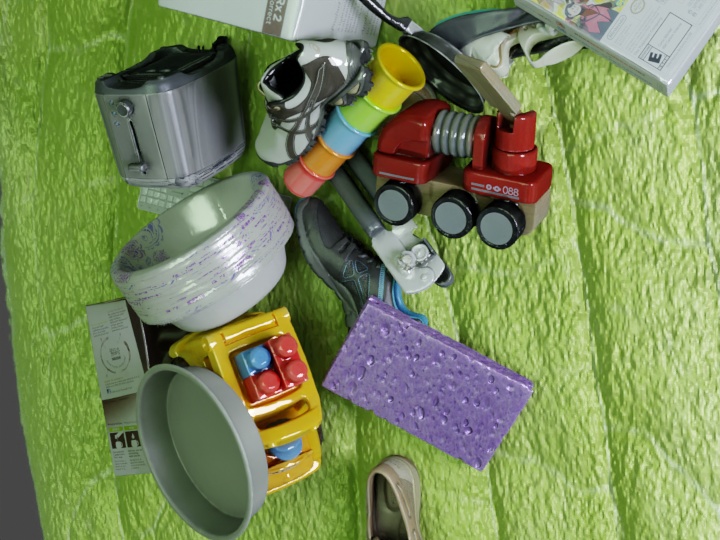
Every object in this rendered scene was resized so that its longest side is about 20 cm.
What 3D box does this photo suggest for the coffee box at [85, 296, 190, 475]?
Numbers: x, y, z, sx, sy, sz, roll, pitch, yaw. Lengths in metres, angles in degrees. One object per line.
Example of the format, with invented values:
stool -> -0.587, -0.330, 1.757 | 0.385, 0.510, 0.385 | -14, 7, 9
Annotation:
coffee box -> -0.239, 0.125, 1.583 | 0.079, 0.113, 0.201 | -9, 93, 28

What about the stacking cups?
stacking cups -> -0.015, -0.153, 1.421 | 0.200, 0.060, 0.061 | -42, 78, 39

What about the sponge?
sponge -> 0.071, 0.121, 1.453 | 0.199, 0.030, 0.112 | 28, 109, -1

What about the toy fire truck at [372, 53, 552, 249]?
toy fire truck -> 0.099, -0.135, 1.360 | 0.175, 0.129, 0.201 | 14, 119, 23

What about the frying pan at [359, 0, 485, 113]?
frying pan -> 0.059, -0.231, 1.406 | 0.190, 0.115, 0.031 | 41, 82, 2

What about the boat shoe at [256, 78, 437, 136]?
boat shoe -> -0.018, -0.182, 1.467 | 0.199, 0.076, 0.072 | 6, 97, 23

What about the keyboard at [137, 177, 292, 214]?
keyboard -> -0.171, -0.079, 1.586 | 0.199, 0.011, 0.057 | 14, 102, 23

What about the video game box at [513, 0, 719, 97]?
video game box -> 0.273, -0.295, 1.302 | 0.182, 0.047, 0.200 | 36, 88, 15

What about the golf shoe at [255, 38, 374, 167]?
golf shoe -> -0.072, -0.176, 1.382 | 0.200, 0.094, 0.078 | -42, 49, 45

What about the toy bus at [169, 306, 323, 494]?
toy bus -> -0.100, 0.139, 1.466 | 0.192, 0.135, 0.201 | -25, 86, 65

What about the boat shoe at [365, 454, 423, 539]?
boat shoe -> 0.035, 0.308, 1.504 | 0.071, 0.064, 0.201 | -8, 93, 25

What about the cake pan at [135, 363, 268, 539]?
cake pan -> -0.167, 0.188, 1.446 | 0.200, 0.037, 0.201 | 24, 125, 40

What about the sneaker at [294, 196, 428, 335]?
sneaker -> 0.000, 0.000, 1.489 | 0.082, 0.073, 0.201 | -30, 93, 19

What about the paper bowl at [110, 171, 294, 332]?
paper bowl -> -0.161, -0.012, 1.479 | 0.200, 0.201, 0.105 | -23, 112, 25

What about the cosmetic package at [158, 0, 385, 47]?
cosmetic package -> -0.077, -0.329, 1.409 | 0.164, 0.200, 0.166 | 17, 102, 22

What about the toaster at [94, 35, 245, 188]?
toaster -> -0.200, -0.172, 1.505 | 0.113, 0.200, 0.130 | 4, 115, 25

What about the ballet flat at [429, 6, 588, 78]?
ballet flat -> 0.160, -0.233, 1.378 | 0.199, 0.073, 0.073 | -8, 92, 23

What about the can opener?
can opener -> 0.024, -0.055, 1.473 | 0.053, 0.066, 0.200 | -37, 71, 4
